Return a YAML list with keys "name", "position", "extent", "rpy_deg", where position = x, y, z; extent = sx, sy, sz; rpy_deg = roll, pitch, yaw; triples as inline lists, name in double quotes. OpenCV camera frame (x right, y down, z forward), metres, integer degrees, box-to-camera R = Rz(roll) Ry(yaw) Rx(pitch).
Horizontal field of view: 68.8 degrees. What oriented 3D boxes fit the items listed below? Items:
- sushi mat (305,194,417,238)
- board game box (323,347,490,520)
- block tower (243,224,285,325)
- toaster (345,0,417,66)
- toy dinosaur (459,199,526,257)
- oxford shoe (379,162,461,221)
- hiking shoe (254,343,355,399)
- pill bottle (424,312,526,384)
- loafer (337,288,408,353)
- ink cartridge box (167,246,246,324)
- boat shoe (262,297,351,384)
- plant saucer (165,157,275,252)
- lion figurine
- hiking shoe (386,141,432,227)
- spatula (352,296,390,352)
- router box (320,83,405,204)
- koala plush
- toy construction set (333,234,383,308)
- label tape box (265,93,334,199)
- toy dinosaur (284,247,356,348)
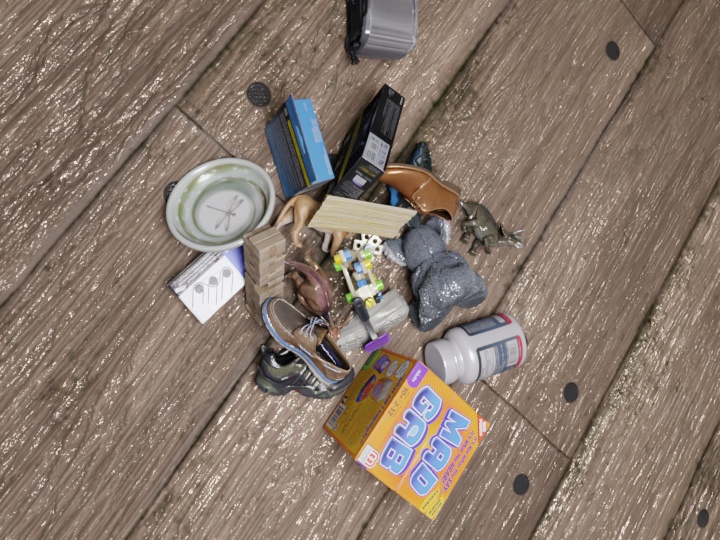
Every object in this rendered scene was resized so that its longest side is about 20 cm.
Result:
- name: "sushi mat"
  position: [0.004, -0.097, 0.978]
  extent: [0.195, 0.096, 0.012]
  rpy_deg: [5, 56, -30]
- name: "board game box"
  position: [0.082, 0.299, 1.011]
  extent: [0.199, 0.199, 0.202]
  rpy_deg: [41, 77, -15]
- name: "block tower"
  position: [-0.170, 0.009, 0.931]
  extent: [0.057, 0.203, 0.054]
  rpy_deg: [-27, 59, -31]
- name: "toaster"
  position: [0.041, -0.509, 1.056]
  extent: [0.126, 0.113, 0.207]
  rpy_deg: [-1, 88, -23]
- name: "toy dinosaur"
  position: [0.268, -0.099, 1.169]
  extent: [0.199, 0.077, 0.103]
  rpy_deg: [41, 64, -11]
- name: "oxford shoe"
  position: [0.110, -0.147, 0.993]
  extent: [0.196, 0.071, 0.073]
  rpy_deg: [18, 76, -26]
- name: "hiking shoe"
  position: [-0.098, 0.183, 0.995]
  extent: [0.194, 0.076, 0.103]
  rpy_deg: [2, 117, -21]
- name: "pill bottle"
  position: [0.241, 0.172, 1.119]
  extent: [0.195, 0.119, 0.123]
  rpy_deg: [-13, 94, -20]
- name: "loafer"
  position: [0.004, 0.105, 1.063]
  extent: [0.196, 0.070, 0.071]
  rpy_deg: [-27, 64, -14]
- name: "ink cartridge box"
  position: [-0.249, -0.007, 0.971]
  extent: [0.200, 0.044, 0.095]
  rpy_deg: [-45, 105, -16]
- name: "boat shoe"
  position: [-0.089, 0.116, 0.941]
  extent: [0.200, 0.072, 0.073]
  rpy_deg: [46, 44, -17]
- name: "plant saucer"
  position: [-0.245, -0.110, 0.942]
  extent: [0.194, 0.051, 0.205]
  rpy_deg: [-1, 59, 2]
- name: "lion figurine"
  position: [-0.077, -0.102, 1.012]
  extent: [0.196, 0.072, 0.125]
  rpy_deg: [14, 102, -36]
- name: "hiking shoe"
  position: [0.095, -0.186, 1.091]
  extent: [0.075, 0.084, 0.205]
  rpy_deg: [59, 41, -54]
- name: "spatula"
  position: [0.016, 0.105, 0.992]
  extent: [0.056, 0.021, 0.202]
  rpy_deg: [-29, 140, -4]
- name: "router box"
  position: [0.005, -0.222, 0.976]
  extent: [0.051, 0.157, 0.204]
  rpy_deg: [28, 54, -18]
- name: "koala plush"
  position: [0.147, -0.011, 1.070]
  extent: [0.174, 0.184, 0.204]
  rpy_deg: [-26, 70, 2]
- name: "toy construction set"
  position: [0.000, 0.000, 1.008]
  extent: [0.090, 0.200, 0.134]
  rpy_deg: [-20, 103, 14]
- name: "label tape box"
  position: [-0.103, -0.221, 0.947]
  extent: [0.062, 0.199, 0.148]
  rpy_deg: [-19, 96, -23]
- name: "toy dinosaur"
  position: [-0.074, 0.048, 0.971]
  extent: [0.085, 0.136, 0.202]
  rpy_deg: [-32, 133, -7]
